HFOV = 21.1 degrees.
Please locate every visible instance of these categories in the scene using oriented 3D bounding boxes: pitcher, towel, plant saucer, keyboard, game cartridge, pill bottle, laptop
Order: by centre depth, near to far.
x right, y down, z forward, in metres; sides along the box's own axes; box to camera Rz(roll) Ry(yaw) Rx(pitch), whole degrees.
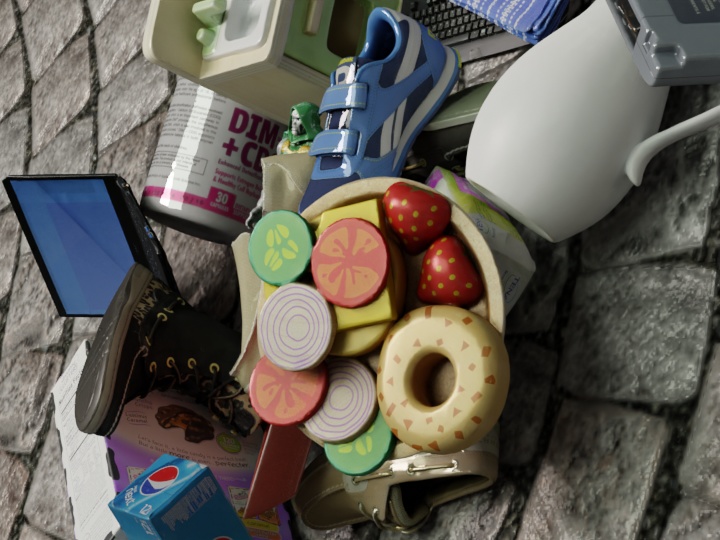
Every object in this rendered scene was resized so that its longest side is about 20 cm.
[{"bbox_3d":[0.229,-0.202,1.321,0.042,0.132,0.201,108,154,-45],"label":"game cartridge"},{"bbox_3d":[0.180,-0.112,1.362,0.171,0.121,0.201,37,91,40],"label":"pitcher"},{"bbox_3d":[-0.038,0.069,1.495,0.200,0.036,0.202,-79,7,-70],"label":"plant saucer"},{"bbox_3d":[0.120,-0.272,1.551,0.200,0.024,0.146,37,102,52],"label":"towel"},{"bbox_3d":[0.102,-0.234,1.592,0.199,0.020,0.128,-9,66,49],"label":"keyboard"},{"bbox_3d":[-0.226,0.014,1.736,0.103,0.178,0.200,-24,41,-9],"label":"laptop"},{"bbox_3d":[-0.119,-0.131,1.743,0.113,0.113,0.202,6,78,53],"label":"pill bottle"}]

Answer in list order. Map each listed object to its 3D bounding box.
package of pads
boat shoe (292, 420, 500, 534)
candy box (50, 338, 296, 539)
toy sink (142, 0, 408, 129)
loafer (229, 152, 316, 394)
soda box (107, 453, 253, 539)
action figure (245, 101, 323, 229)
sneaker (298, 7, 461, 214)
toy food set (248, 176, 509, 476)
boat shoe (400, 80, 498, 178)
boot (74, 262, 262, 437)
[{"bbox_3d":[0.057,0.016,1.426,0.155,0.068,0.200,-58,13,13],"label":"package of pads"},{"bbox_3d":[0.024,0.162,1.450,0.199,0.072,0.065,-28,50,35],"label":"boat shoe"},{"bbox_3d":[-0.155,0.166,1.588,0.072,0.167,0.201,-52,38,31],"label":"candy box"},{"bbox_3d":[-0.065,-0.213,1.642,0.112,0.199,0.132,-8,65,50],"label":"toy sink"},{"bbox_3d":[-0.073,-0.002,1.545,0.076,0.068,0.202,149,137,-87],"label":"loafer"},{"bbox_3d":[-0.107,0.239,1.470,0.064,0.201,0.068,-40,26,-26],"label":"soda box"},{"bbox_3d":[-0.053,-0.041,1.614,0.118,0.054,0.202,16,106,43],"label":"action figure"},{"bbox_3d":[-0.002,-0.112,1.473,0.074,0.082,0.201,-1,54,49],"label":"sneaker"},{"bbox_3d":[0.007,0.036,1.318,0.196,0.049,0.202,-13,80,27],"label":"toy food set"},{"bbox_3d":[0.062,-0.103,1.542,0.072,0.061,0.200,-35,18,-37],"label":"boat shoe"},{"bbox_3d":[-0.145,0.087,1.566,0.073,0.150,0.200,-56,14,26],"label":"boot"}]
